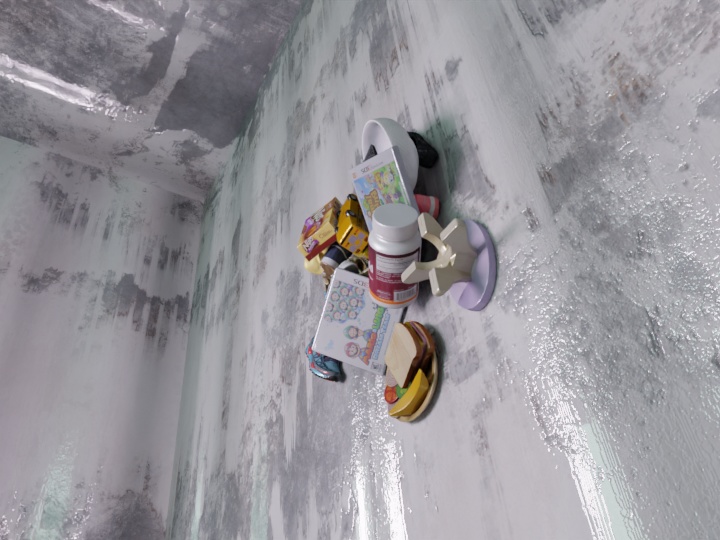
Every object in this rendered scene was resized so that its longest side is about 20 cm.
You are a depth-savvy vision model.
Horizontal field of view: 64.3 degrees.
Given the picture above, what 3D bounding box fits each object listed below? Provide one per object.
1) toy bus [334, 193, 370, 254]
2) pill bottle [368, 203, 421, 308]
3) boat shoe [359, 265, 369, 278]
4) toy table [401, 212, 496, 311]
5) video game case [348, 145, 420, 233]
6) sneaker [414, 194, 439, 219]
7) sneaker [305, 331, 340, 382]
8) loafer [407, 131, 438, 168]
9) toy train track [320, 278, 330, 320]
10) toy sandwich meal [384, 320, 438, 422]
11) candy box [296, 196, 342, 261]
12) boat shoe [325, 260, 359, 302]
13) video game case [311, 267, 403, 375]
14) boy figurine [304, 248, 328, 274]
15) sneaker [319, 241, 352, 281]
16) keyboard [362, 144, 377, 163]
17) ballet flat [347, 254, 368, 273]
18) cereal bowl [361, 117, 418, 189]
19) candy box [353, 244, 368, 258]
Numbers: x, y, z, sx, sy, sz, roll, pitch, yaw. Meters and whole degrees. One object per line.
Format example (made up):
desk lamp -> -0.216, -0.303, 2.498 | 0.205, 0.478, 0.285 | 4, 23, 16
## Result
toy bus -> -0.017, -0.123, 1.455 | 0.065, 0.077, 0.201 | -54, 15, 24
pill bottle -> 0.072, -0.031, 1.217 | 0.115, 0.112, 0.203 | -114, 19, -53
boat shoe -> 0.064, -0.006, 1.352 | 0.200, 0.072, 0.066 | -39, 12, 27
toy table -> 0.173, -0.024, 1.109 | 0.185, 0.115, 0.202 | -56, 32, 32
video game case -> 0.057, -0.156, 1.289 | 0.181, 0.022, 0.203 | -13, 98, 57
sneaker -> 0.098, -0.122, 1.343 | 0.200, 0.086, 0.075 | -42, 40, 48
sneaker -> -0.096, 0.220, 1.541 | 0.097, 0.078, 0.200 | -65, 28, 13
loafer -> 0.123, -0.308, 1.415 | 0.069, 0.069, 0.201 | -62, 29, 16
toy train track -> -0.073, 0.111, 1.539 | 0.032, 0.115, 0.203 | -19, 60, 16
toy sandwich meal -> 0.090, 0.210, 1.189 | 0.205, 0.069, 0.209 | -40, 42, 48
candy box -> -0.102, -0.116, 1.551 | 0.116, 0.057, 0.201 | -36, 21, 18
boat shoe -> -0.054, 0.041, 1.434 | 0.065, 0.074, 0.203 | 52, 151, 26
video game case -> -0.002, 0.117, 1.325 | 0.024, 0.179, 0.204 | 4, -77, -80
boy figurine -> -0.097, -0.075, 1.644 | 0.124, 0.064, 0.202 | -36, 23, 49
sneaker -> -0.056, -0.026, 1.572 | 0.110, 0.069, 0.200 | -63, -10, -15
keyboard -> 0.025, -0.204, 1.390 | 0.200, 0.020, 0.129 | 122, 129, -69
ballet flat -> 0.000, 0.000, 1.478 | 0.069, 0.074, 0.200 | -67, 27, 17
cereal bowl -> 0.079, -0.258, 1.339 | 0.200, 0.082, 0.204 | 162, 90, -72
candy box -> 0.048, -0.124, 1.446 | 0.202, 0.026, 0.102 | -62, 14, -5
